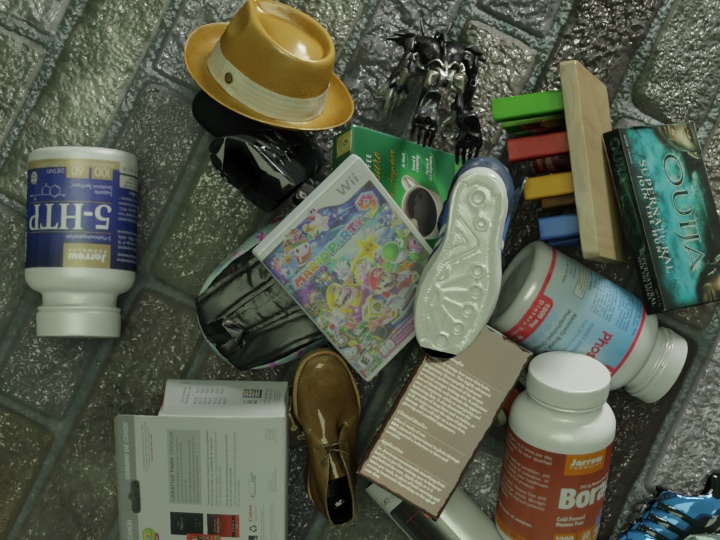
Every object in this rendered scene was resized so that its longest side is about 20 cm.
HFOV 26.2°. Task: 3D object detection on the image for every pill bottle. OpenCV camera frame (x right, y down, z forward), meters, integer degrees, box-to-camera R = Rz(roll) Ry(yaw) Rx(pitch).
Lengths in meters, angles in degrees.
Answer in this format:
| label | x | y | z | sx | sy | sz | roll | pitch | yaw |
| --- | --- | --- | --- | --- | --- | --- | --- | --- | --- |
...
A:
| label | x | y | z | sx | sy | sz | roll | pitch | yaw |
| --- | --- | --- | --- | --- | --- | --- | --- | --- | --- |
| pill bottle | 0.205 | 0.191 | 1.615 | 0.112 | 0.112 | 0.200 | 5 | 117 | 1 |
| pill bottle | -0.302 | -0.028 | 1.674 | 0.120 | 0.120 | 0.200 | 0 | 86 | 1 |
| pill bottle | 0.244 | 0.060 | 1.654 | 0.200 | 0.109 | 0.109 | 29 | 87 | -11 |

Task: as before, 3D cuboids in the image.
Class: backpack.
| label | x | y | z | sx | sy | sz | roll | pitch | yaw |
| --- | --- | --- | --- | --- | --- | --- | --- | --- | --- |
| backpack | -0.079 | 0.028 | 1.662 | 0.200 | 0.127 | 0.167 | -32 | 85 | -4 |

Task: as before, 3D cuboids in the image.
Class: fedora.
| label | x | y | z | sx | sy | sz | roll | pitch | yaw |
| --- | --- | --- | --- | --- | --- | --- | --- | --- | --- |
| fedora | -0.089 | -0.229 | 1.650 | 0.200 | 0.201 | 0.082 | 26 | 123 | 3 |

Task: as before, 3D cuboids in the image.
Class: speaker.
| label | x | y | z | sx | sy | sz | roll | pitch | yaw |
| --- | --- | --- | --- | --- | --- | --- | --- | --- | --- |
| speaker | 0.098 | 0.279 | 1.666 | 0.081 | 0.081 | 0.200 | -42 | 87 | -2 |

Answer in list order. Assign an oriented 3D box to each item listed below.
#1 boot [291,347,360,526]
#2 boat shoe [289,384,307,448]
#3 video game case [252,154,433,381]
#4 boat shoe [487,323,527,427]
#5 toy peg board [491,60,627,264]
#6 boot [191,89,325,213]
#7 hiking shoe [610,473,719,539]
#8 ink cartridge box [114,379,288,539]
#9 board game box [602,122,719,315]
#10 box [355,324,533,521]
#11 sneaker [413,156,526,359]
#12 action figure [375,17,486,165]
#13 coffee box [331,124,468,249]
| label | x | y | z | sx | sy | sz | roll | pitch | yaw |
| --- | --- | --- | --- | --- | --- | --- | --- | --- | --- |
| boot | -0.028 | 0.178 | 1.633 | 0.074 | 0.075 | 0.200 | -10 | 116 | -10 |
| boat shoe | -0.100 | 0.160 | 1.686 | 0.200 | 0.060 | 0.072 | -3 | 86 | 1 |
| video game case | 0.000 | 0.000 | 1.573 | 0.143 | 0.018 | 0.200 | -44 | 121 | -7 |
| boat shoe | 0.124 | 0.072 | 1.684 | 0.063 | 0.071 | 0.200 | -31 | 86 | -9 |
| toy peg board | 0.211 | -0.104 | 1.643 | 0.098 | 0.200 | 0.199 | -7 | 86 | 18 |
| boot | -0.127 | -0.133 | 1.632 | 0.165 | 0.200 | 0.066 | 28 | 108 | 3 |
| hiking shoe | 0.319 | 0.280 | 1.673 | 0.200 | 0.074 | 0.087 | -15 | 78 | -10 |
| ink cartridge box | -0.164 | 0.220 | 1.632 | 0.175 | 0.084 | 0.200 | 2 | 112 | 0 |
| board game box | 0.336 | -0.059 | 1.668 | 0.135 | 0.028 | 0.200 | -9 | 83 | -41 |
| box | 0.085 | 0.147 | 1.603 | 0.100 | 0.075 | 0.200 | 31 | 86 | 2 |
| sneaker | 0.110 | -0.018 | 1.577 | 0.081 | 0.146 | 0.200 | 14 | 101 | 6 |
| action figure | 0.078 | -0.194 | 1.678 | 0.119 | 0.200 | 0.102 | 16 | 124 | -14 |
| coffee box | 0.060 | -0.072 | 1.648 | 0.200 | 0.044 | 0.123 | 12 | 69 | -31 |
